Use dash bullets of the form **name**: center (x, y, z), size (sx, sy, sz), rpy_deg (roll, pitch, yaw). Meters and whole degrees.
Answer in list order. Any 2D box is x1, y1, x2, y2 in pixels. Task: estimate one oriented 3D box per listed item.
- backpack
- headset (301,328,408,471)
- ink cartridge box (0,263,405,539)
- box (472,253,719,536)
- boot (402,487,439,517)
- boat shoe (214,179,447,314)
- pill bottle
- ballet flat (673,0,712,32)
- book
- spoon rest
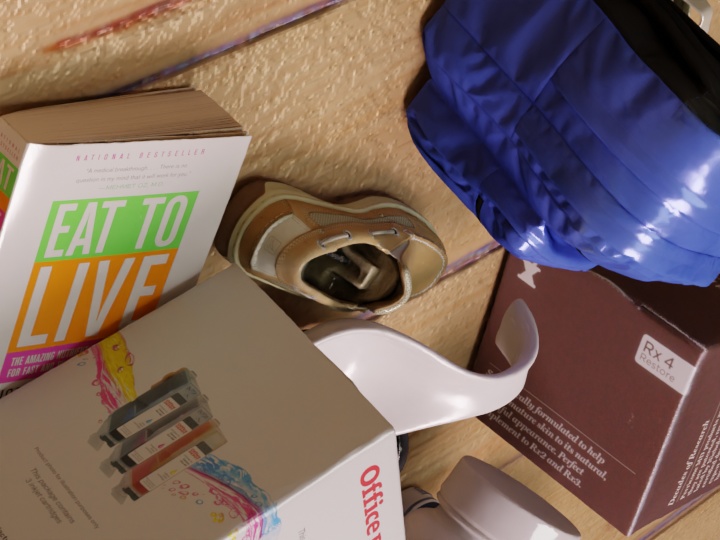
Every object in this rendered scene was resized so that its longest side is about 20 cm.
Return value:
- **backpack**: center (0.143, -0.076, 1.106), size (0.162, 0.200, 0.168), rpy_deg (3, 128, -54)
- **headset**: center (-0.033, 0.119, 1.218), size (0.123, 0.094, 0.200), rpy_deg (-38, 131, -19)
- **ink cartridge box**: center (-0.095, 0.126, 0.976), size (0.200, 0.145, 0.145), rpy_deg (-30, 143, -21)
- **box**: center (0.210, 0.048, 1.355), size (0.200, 0.166, 0.164), rpy_deg (-20, 137, -42)
- **boot**: center (0.009, 0.254, 1.367), size (0.200, 0.090, 0.073), rpy_deg (-51, 149, -3)
- **boat shoe**: center (0.000, 0.000, 1.114), size (0.200, 0.076, 0.072), rpy_deg (4, 116, -55)
- **pill bottle**: center (0.052, 0.230, 1.279), size (0.200, 0.114, 0.114), rpy_deg (-56, 149, 5)
- **ballet flat**: center (0.194, -0.187, 1.196), size (0.069, 0.069, 0.200), rpy_deg (-30, 142, -33)
- **book**: center (-0.146, 0.009, 0.967), size (0.133, 0.048, 0.200), rpy_deg (-10, 131, -45)
- **spoon rest**: center (0.027, 0.062, 1.141), size (0.200, 0.061, 0.099), rpy_deg (-11, 135, -32)
